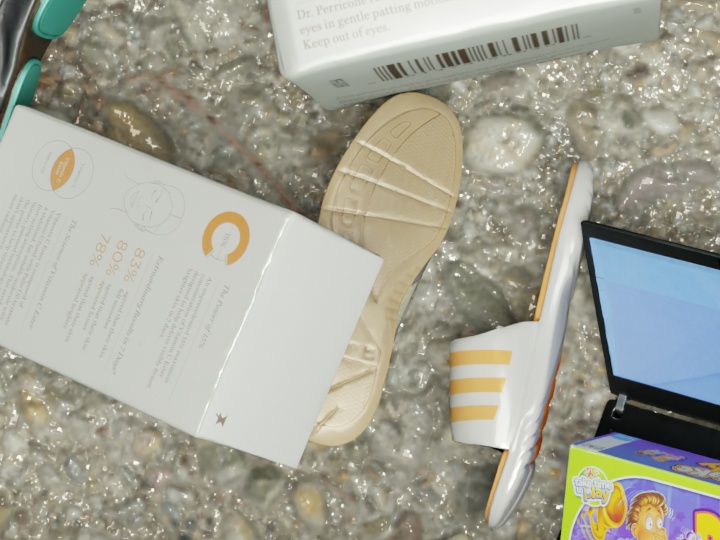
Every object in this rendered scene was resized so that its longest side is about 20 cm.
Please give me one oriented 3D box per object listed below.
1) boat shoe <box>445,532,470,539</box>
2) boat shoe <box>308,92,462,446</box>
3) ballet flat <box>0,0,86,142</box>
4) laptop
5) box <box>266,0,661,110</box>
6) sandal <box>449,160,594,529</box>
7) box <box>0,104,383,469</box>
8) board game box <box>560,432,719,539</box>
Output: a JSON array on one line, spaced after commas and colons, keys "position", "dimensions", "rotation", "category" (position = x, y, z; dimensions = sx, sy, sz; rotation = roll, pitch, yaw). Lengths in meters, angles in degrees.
[{"position": [0.071, 0.241, 1.579], "dimensions": [0.062, 0.071, 0.201], "rotation": [-26, 81, 0], "category": "boat shoe"}, {"position": [0.000, 0.000, 1.598], "dimensions": [0.072, 0.065, 0.201], "rotation": [18, 80, -11], "category": "boat shoe"}, {"position": [-0.197, -0.134, 1.623], "dimensions": [0.073, 0.073, 0.201], "rotation": [25, 91, 6], "category": "ballet flat"}, {"position": [0.175, 0.100, 1.523], "dimensions": [0.177, 0.103, 0.201], "rotation": [16, 80, 35], "category": "laptop"}, {"position": [0.047, -0.192, 1.538], "dimensions": [0.198, 0.200, 0.172], "rotation": [-12, 88, 5], "category": "box"}, {"position": [0.080, 0.037, 1.588], "dimensions": [0.059, 0.079, 0.207], "rotation": [12, 79, 7], "category": "sandal"}, {"position": [-0.109, 0.008, 1.551], "dimensions": [0.200, 0.097, 0.125], "rotation": [22, 89, 35], "category": "box"}, {"position": [0.193, 0.171, 1.483], "dimensions": [0.199, 0.045, 0.135], "rotation": [13, 104, 37], "category": "board game box"}]
